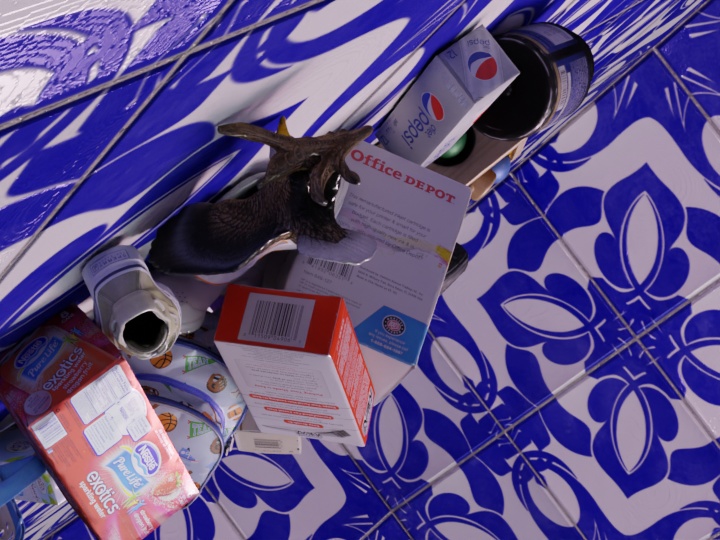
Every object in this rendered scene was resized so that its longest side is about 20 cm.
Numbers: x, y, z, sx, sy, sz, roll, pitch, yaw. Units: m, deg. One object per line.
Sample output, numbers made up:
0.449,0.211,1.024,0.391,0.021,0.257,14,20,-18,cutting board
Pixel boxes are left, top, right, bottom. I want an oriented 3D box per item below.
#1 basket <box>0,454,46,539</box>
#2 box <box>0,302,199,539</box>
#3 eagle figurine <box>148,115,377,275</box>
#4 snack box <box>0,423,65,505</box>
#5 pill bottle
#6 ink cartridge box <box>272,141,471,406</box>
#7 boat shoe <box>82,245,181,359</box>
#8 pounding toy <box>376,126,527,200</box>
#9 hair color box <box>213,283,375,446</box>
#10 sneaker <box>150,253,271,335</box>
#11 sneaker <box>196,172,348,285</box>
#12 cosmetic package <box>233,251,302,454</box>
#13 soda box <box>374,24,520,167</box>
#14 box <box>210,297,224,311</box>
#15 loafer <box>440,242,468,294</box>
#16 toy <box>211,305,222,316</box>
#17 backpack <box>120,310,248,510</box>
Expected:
-0.372,0.222,1.364,0.176,0.140,0.200,-35,-175,-29,basket
-0.229,0.141,1.346,0.099,0.095,0.201,-36,136,-15,box
-0.063,-0.048,1.231,0.200,0.151,0.152,-51,-172,50,eagle figurine
-0.304,0.176,1.675,0.141,0.054,0.199,-3,-158,41,snack box
0.189,-0.211,1.707,0.112,0.112,0.200,-40,175,28,pill bottle
0.000,0.000,1.547,0.145,0.146,0.202,127,-14,-65,ink cartridge box
-0.186,0.043,1.295,0.071,0.063,0.200,-24,161,-3,boat shoe
0.104,-0.115,1.813,0.183,0.143,0.200,-38,176,-1,pounding toy
-0.057,0.090,1.448,0.201,0.109,0.065,74,26,-58,hair color box
-0.146,-0.006,1.467,0.200,0.074,0.088,-37,160,-56,sneaker
-0.070,-0.060,1.407,0.199,0.076,0.092,-36,172,-40,sneaker
-0.090,0.084,1.646,0.072,0.203,0.104,3,161,0,cosmetic package
0.086,-0.170,1.598,0.068,0.064,0.200,-36,176,-26,soda box
-0.082,-0.036,1.776,0.200,0.039,0.137,-42,176,38,box
0.030,0.029,1.669,0.199,0.068,0.071,-30,147,-23,loafer
-0.224,0.073,1.648,0.199,0.047,0.115,-33,-170,17,toy
-0.199,0.124,1.522,0.192,0.198,0.155,-58,-152,24,backpack
